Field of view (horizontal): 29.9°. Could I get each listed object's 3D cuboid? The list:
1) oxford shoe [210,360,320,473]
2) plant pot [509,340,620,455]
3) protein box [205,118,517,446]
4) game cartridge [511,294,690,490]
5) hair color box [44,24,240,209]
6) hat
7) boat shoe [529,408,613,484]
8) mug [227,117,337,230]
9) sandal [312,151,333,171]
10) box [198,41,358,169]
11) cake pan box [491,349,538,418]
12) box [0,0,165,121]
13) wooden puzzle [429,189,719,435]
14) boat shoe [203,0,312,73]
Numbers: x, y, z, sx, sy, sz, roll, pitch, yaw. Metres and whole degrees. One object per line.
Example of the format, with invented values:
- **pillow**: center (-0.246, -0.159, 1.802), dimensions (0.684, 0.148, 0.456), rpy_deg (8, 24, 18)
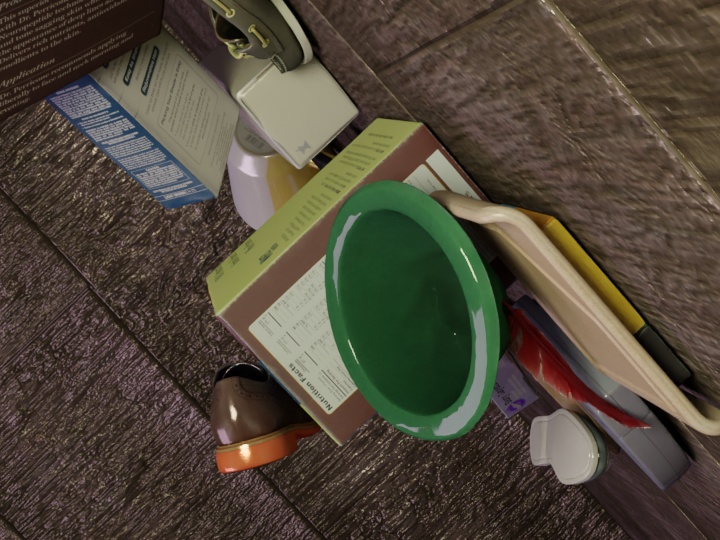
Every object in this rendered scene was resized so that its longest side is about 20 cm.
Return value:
- **oxford shoe**: center (-0.074, 0.100, 1.031), dimensions (0.200, 0.071, 0.073), rpy_deg (-37, -68, -89)
- **plant pot**: center (0.204, 0.108, 1.392), dimensions (0.200, 0.027, 0.200), rpy_deg (47, 178, 2)
- **protein box**: center (0.000, 0.000, 1.045), dimensions (0.135, 0.200, 0.199), rpy_deg (48, 178, -11)
- **game cartridge**: center (0.198, 0.104, 1.077), dimensions (0.133, 0.041, 0.200), rpy_deg (54, -174, 38)
- **hair color box**: center (-0.187, -0.149, 1.109), dimensions (0.200, 0.060, 0.101), rpy_deg (46, -137, -43)
- **hat**: center (0.091, 0.018, 0.931), dimensions (0.165, 0.175, 0.202), rpy_deg (26, 124, 44)
- **boat shoe**: center (0.224, 0.178, 1.370), dimensions (0.061, 0.073, 0.200), rpy_deg (4, 176, -8)
- **mug**: center (-0.086, -0.145, 1.690), dimensions (0.153, 0.185, 0.150), rpy_deg (71, -170, -65)
- **sandal**: center (0.023, -0.089, 1.329), dimensions (0.199, 0.045, 0.075), rpy_deg (25, 168, 46)
- **box**: center (-0.081, -0.171, 1.271), dimensions (0.095, 0.078, 0.200), rpy_deg (49, 178, -24)
- **cake pan box**: center (0.118, 0.057, 1.536), dimensions (0.185, 0.052, 0.200), rpy_deg (61, -173, 32)
- **box**: center (-0.238, -0.243, 0.924), dimensions (0.164, 0.166, 0.200), rpy_deg (47, 150, 14)
- **wooden puzzle**: center (0.136, 0.016, 0.858), dimensions (0.200, 0.037, 0.185), rpy_deg (43, 180, -10)
- **boat shoe**: center (-0.092, -0.204, 1.057), dimensions (0.072, 0.060, 0.202), rpy_deg (46, 178, 22)
